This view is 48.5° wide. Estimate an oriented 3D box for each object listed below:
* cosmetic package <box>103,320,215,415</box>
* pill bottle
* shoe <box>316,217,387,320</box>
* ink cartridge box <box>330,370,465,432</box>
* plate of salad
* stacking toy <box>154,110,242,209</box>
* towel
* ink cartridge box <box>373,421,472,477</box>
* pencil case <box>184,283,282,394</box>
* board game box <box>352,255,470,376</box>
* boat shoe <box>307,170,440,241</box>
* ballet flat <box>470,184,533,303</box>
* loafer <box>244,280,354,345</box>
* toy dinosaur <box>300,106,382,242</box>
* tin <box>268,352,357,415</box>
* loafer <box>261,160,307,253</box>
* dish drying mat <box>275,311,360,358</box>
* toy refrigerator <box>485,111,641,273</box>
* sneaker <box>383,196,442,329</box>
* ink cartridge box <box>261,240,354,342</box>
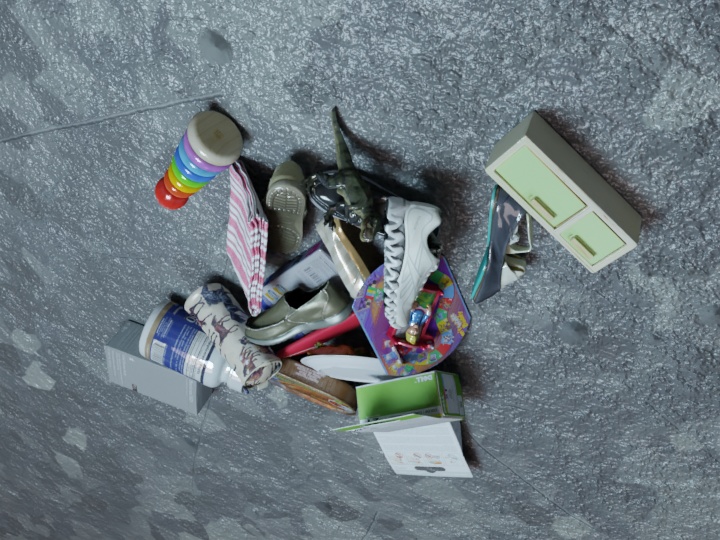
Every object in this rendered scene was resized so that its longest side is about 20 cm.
[{"bbox_3d":[-0.379,0.186,1.531,0.198,0.090,0.108,19,131,14],"label":"cosmetic package"},{"bbox_3d":[-0.283,0.140,1.427,0.198,0.111,0.112,23,134,5],"label":"pill bottle"},{"bbox_3d":[0.000,0.000,1.203,0.053,0.070,0.202,-21,107,27],"label":"shoe"},{"bbox_3d":[0.058,0.204,1.240,0.146,0.077,0.199,-15,162,25],"label":"ink cartridge box"},{"bbox_3d":[0.001,0.148,1.302,0.197,0.049,0.200,5,164,1],"label":"plate of salad"},{"bbox_3d":[-0.255,-0.150,1.194,0.085,0.086,0.200,41,137,-12],"label":"stacking toy"},{"bbox_3d":[-0.178,-0.049,1.208,0.030,0.147,0.202,-9,137,-21],"label":"towel"},{"bbox_3d":[0.105,0.287,1.416,0.158,0.048,0.201,-5,129,28],"label":"ink cartridge box"},{"bbox_3d":[-0.216,0.109,1.342,0.200,0.077,0.090,49,137,22],"label":"pencil case"},{"bbox_3d":[0.085,0.072,1.176,0.157,0.039,0.202,-30,119,-6],"label":"board game box"},{"bbox_3d":[0.017,-0.083,1.109,0.198,0.066,0.071,25,102,2],"label":"boat shoe"},{"bbox_3d":[0.197,-0.026,1.088,0.072,0.073,0.202,16,131,12],"label":"ballet flat"},{"bbox_3d":[-0.105,0.059,1.254,0.198,0.075,0.070,-18,115,24],"label":"loafer"},{"bbox_3d":[-0.028,-0.111,1.068,0.088,0.047,0.202,-33,66,28],"label":"toy dinosaur"},{"bbox_3d":[-0.092,0.199,1.410,0.198,0.042,0.112,23,163,6],"label":"tin"},{"bbox_3d":[-0.111,-0.091,1.183,0.075,0.069,0.200,16,152,-9],"label":"loafer"},{"bbox_3d":[-0.053,0.102,1.303,0.199,0.076,0.018,-28,76,38],"label":"dish drying mat"},{"bbox_3d":[0.255,-0.094,1.000,0.200,0.070,0.076,41,133,-12],"label":"toy refrigerator"},{"bbox_3d":[0.069,-0.004,1.075,0.080,0.076,0.202,1,126,0],"label":"sneaker"},{"bbox_3d":[-0.079,0.036,1.291,0.119,0.042,0.199,44,130,-16],"label":"ink cartridge box"}]
